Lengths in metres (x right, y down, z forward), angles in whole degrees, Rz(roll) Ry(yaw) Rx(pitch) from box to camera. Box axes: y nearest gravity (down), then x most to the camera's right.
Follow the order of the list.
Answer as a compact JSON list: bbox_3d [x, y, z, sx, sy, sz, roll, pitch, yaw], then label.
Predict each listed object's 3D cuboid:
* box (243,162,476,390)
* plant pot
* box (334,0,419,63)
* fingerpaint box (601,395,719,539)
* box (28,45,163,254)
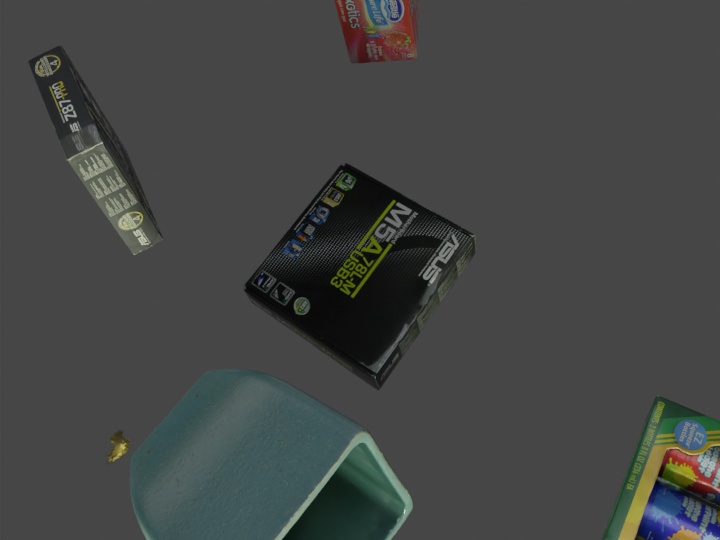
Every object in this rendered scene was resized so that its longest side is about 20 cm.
[{"bbox_3d":[0.000,0.000,0.961,0.192,0.048,0.201,31,72,25],"label":"box"},{"bbox_3d":[-0.100,0.209,0.795,0.198,0.197,0.196,30,71,33],"label":"plant pot"},{"bbox_3d":[0.018,-0.364,1.059,0.093,0.201,0.101,-2,62,10],"label":"box"},{"bbox_3d":[0.309,0.242,0.764,0.165,0.074,0.202,22,69,20],"label":"fingerpaint box"},{"bbox_3d":[-0.306,-0.136,0.998,0.049,0.201,0.162,-28,62,-7],"label":"box"}]
